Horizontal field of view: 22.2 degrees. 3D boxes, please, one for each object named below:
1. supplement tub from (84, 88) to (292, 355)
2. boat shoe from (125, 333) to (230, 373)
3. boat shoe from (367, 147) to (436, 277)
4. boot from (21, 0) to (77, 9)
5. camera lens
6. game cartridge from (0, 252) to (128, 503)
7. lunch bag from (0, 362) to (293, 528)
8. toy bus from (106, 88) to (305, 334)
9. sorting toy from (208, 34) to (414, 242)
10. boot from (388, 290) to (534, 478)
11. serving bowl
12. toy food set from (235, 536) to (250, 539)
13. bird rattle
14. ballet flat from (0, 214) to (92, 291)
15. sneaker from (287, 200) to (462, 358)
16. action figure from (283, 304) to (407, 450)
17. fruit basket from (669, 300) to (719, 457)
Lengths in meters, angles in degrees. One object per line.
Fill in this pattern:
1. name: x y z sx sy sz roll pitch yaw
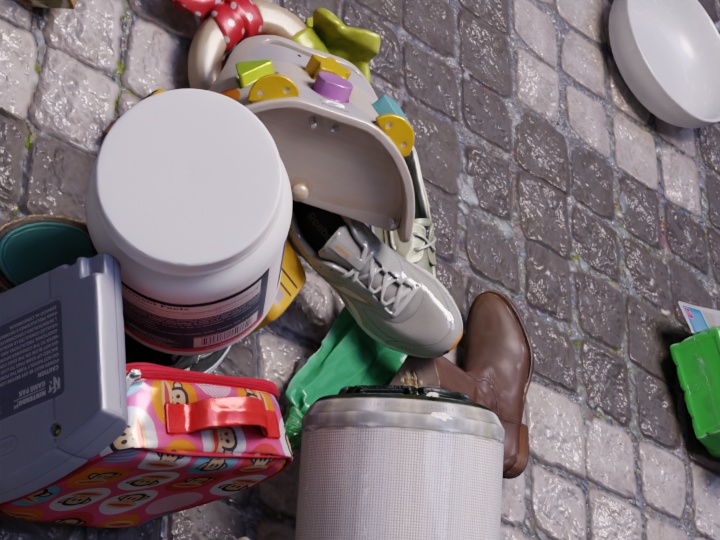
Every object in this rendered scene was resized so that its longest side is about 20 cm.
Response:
1. supplement tub: -0.120 -0.031 1.281 0.139 0.200 0.142 2 72 -5
2. boat shoe: -0.154 0.059 1.408 0.199 0.071 0.072 -24 85 -51
3. boat shoe: 0.037 -0.029 1.680 0.072 0.062 0.202 0 69 -48
4. boot: -0.224 -0.286 1.555 0.174 0.066 0.201 30 45 -16
5. camera lens: 0.029 0.195 1.417 0.159 0.159 0.202 14 75 -43
6. game cartridge: -0.232 0.082 1.207 0.041 0.199 0.134 31 46 -46
7. lunch bag: -0.145 0.120 1.284 0.199 0.175 0.083 13 60 -54
8. toy bus: -0.132 -0.046 1.504 0.200 0.065 0.078 51 41 -13
9. sorting toy: -0.041 -0.134 1.505 0.199 0.107 0.181 17 29 -14
10. boot: 0.085 0.083 1.629 0.200 0.064 0.188 26 51 -54
11. serving bowl: 0.356 -0.252 2.168 0.199 0.066 0.201 27 49 -35
12. toy food set: -0.121 0.288 1.312 0.199 0.060 0.144 -18 81 -52
13. bird rattle: -0.087 -0.192 1.610 0.199 0.112 0.164 29 64 -30
14. ballet flat: -0.216 -0.008 1.392 0.199 0.065 0.071 8 93 -49
15. sneaker: 0.000 0.000 1.522 0.200 0.076 0.092 40 1 7
16. action figure: -0.019 0.098 1.547 0.119 0.054 0.200 58 35 -6
17. fruit basket: 0.420 0.126 1.986 0.199 0.093 0.187 10 60 -48
